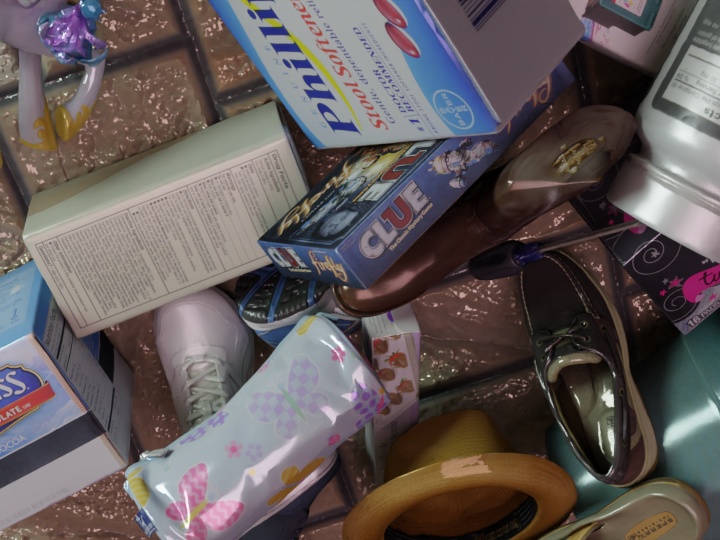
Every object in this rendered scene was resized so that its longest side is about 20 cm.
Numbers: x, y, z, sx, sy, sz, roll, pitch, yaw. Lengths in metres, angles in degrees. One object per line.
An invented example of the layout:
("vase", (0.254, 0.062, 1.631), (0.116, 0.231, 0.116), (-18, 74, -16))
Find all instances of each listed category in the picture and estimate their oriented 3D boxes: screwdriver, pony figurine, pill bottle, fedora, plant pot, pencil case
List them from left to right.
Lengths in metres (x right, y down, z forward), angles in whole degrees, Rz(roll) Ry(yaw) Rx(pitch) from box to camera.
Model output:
("pony figurine", (-0.237, -0.170, 0.735), (0.192, 0.166, 0.201), (-2, 119, -46))
("pencil case", (-0.074, 0.122, 0.838), (0.200, 0.091, 0.083), (-40, 157, -7))
("fedora", (0.074, 0.171, 0.927), (0.199, 0.082, 0.201), (-6, 145, -4))
("screwdriver", (0.147, -0.018, 0.862), (0.029, 0.199, 0.028), (4, 79, -33))
("plant pot", (0.273, 0.150, 0.964), (0.195, 0.201, 0.200), (-33, 118, 17))
("pill bottle", (0.243, -0.112, 0.723), (0.112, 0.113, 0.201), (23, 103, -20))

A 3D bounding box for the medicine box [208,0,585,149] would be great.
("medicine box", (0.005, -0.179, 0.719), (0.103, 0.199, 0.183), (-49, 117, -24))

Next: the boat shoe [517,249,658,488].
("boat shoe", (0.172, 0.070, 0.900), (0.073, 0.201, 0.065), (-31, 158, 22))

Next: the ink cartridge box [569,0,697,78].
("ink cartridge box", (0.144, -0.199, 0.790), (0.199, 0.116, 0.068), (22, 104, -20))

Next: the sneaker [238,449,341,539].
("sneaker", (-0.055, 0.240, 0.994), (0.146, 0.077, 0.202), (43, 113, -14))

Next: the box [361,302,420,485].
("box", (0.024, 0.101, 0.931), (0.038, 0.042, 0.201), (-9, 137, -7))

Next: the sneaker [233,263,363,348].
("sneaker", (0.000, 0.000, 0.905), (0.199, 0.076, 0.077), (-20, 147, -3))

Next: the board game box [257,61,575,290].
("board game box", (0.034, -0.071, 0.770), (0.200, 0.135, 0.035), (-45, 110, -17))

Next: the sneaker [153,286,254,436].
("sneaker", (-0.113, 0.105, 0.909), (0.077, 0.100, 0.201), (-13, 118, -1))

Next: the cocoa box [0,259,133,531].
("cocoa box", (-0.287, 0.106, 0.858), (0.199, 0.134, 0.132), (-27, 118, 3))

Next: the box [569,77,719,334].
("box", (0.263, -0.078, 0.858), (0.200, 0.132, 0.115), (-42, 130, 12))

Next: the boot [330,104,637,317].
("boot", (0.076, -0.036, 0.768), (0.186, 0.200, 0.064), (-34, 93, -14))

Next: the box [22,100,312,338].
("box", (-0.133, -0.039, 0.845), (0.199, 0.078, 0.096), (-20, 118, 0))

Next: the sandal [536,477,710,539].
("sandal", (0.184, 0.232, 0.895), (0.080, 0.054, 0.200), (43, 121, -5))
